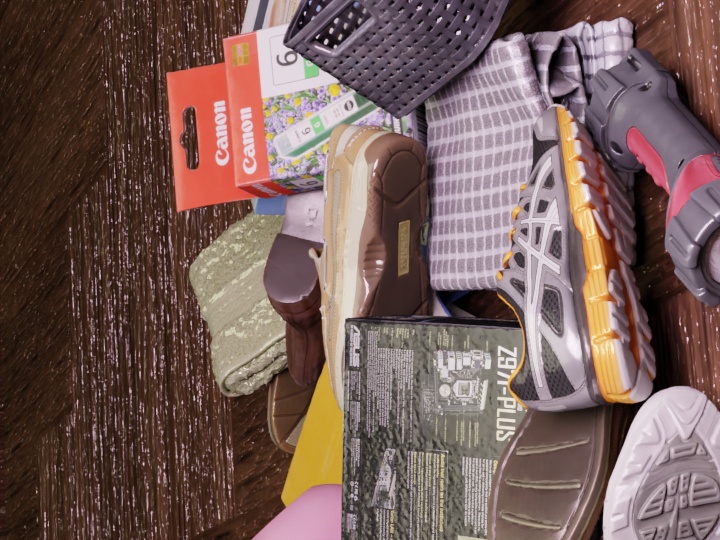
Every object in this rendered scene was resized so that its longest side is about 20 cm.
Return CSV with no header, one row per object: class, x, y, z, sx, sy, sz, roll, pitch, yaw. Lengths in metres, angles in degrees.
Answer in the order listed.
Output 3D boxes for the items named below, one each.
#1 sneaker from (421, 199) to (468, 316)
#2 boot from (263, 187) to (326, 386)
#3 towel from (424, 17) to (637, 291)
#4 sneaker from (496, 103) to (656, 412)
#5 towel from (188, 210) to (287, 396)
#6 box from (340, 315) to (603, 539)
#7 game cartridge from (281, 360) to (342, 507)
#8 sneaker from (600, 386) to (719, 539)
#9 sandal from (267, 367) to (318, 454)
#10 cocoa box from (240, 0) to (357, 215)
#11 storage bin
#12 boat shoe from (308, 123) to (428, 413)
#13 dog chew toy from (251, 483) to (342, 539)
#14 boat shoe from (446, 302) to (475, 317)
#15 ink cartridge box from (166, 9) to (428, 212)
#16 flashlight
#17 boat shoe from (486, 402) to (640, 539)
sneaker,0.051,-0.020,1.673,0.075,0.088,0.200,85,-160,-53
boot,-0.016,-0.022,1.749,0.187,0.064,0.200,-63,-15,-15
towel,0.100,-0.067,1.513,0.200,0.085,0.166,173,96,-71
sneaker,0.113,-0.009,1.357,0.077,0.078,0.200,-21,51,24
towel,-0.053,-0.004,1.891,0.200,0.036,0.149,-37,50,24
box,0.072,0.130,1.492,0.164,0.086,0.201,1,90,46
game cartridge,0.011,0.172,1.766,0.176,0.032,0.200,56,146,31
sneaker,0.159,0.156,1.344,0.099,0.078,0.201,-133,49,-71
sandal,-0.043,0.055,1.940,0.054,0.080,0.201,-28,56,57
cocoa box,-0.012,-0.153,1.772,0.131,0.133,0.200,-108,27,-46
storage bin,0.046,-0.214,1.522,0.135,0.094,0.200,-35,26,58
boat shoe,0.000,0.000,1.573,0.076,0.072,0.201,21,111,42
dog chew toy,0.009,0.246,1.665,0.200,0.124,0.125,47,152,5
boat shoe,0.059,0.067,1.662,0.202,0.072,0.060,46,159,52
ink cartridge box,-0.051,-0.110,1.639,0.050,0.199,0.109,22,-119,-66
flashlight,0.176,-0.051,1.321,0.068,0.068,0.200,60,180,-29
boat shoe,0.131,0.097,1.381,0.072,0.068,0.200,3,67,38
